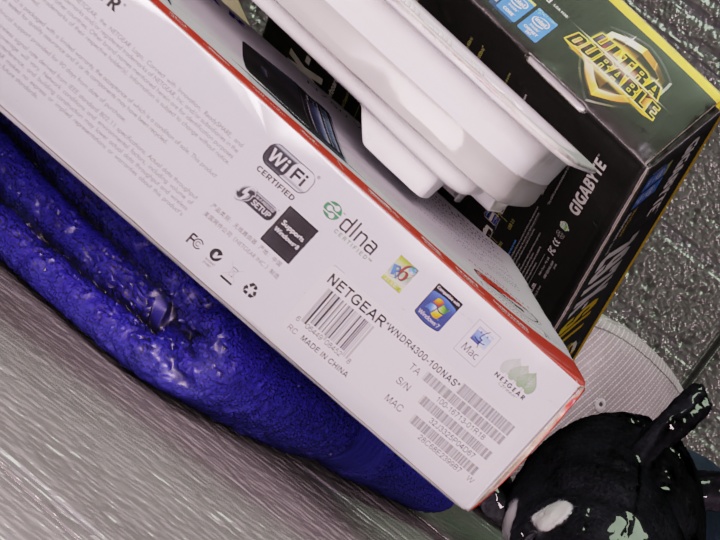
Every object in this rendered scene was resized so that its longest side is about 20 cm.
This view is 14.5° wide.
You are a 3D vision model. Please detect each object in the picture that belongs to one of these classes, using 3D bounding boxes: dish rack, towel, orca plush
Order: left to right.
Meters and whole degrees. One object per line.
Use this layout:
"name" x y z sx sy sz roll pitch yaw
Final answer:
"towel" -0.047 0.006 0.892 0.147 0.050 0.200 37 3 26
"dish rack" -0.014 -0.086 0.878 0.200 0.044 0.172 43 5 5
"orca plush" 0.107 0.075 0.960 0.105 0.071 0.200 46 19 20

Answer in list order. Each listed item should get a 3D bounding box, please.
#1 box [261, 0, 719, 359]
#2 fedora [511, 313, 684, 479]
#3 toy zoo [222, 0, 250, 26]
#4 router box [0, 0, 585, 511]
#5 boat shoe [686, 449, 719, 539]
"box" 0.034 -0.051 1.038 0.160 0.049 0.200 46 -30 14
"fedora" 0.065 0.045 1.183 0.200 0.091 0.177 35 3 -29
"toy zoo" -0.124 -0.123 1.263 0.199 0.020 0.132 6 -52 50
"router box" -0.034 -0.033 0.820 0.200 0.049 0.180 41 6 -11
"boat shoe" 0.157 0.121 1.139 0.068 0.085 0.200 24 -3 36
